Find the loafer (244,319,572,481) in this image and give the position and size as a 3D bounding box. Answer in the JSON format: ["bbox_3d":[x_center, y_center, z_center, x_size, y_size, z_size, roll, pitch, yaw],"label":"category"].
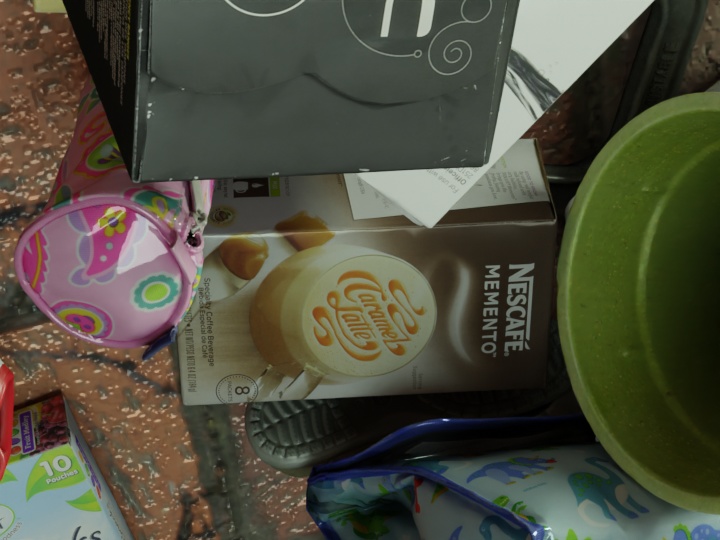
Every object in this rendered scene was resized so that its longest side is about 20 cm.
[{"bbox_3d":[0.029,0.073,1.084,0.198,0.076,0.070,-12,157,-7],"label":"loafer"}]

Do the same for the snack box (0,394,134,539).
[{"bbox_3d":[-0.203,0.182,1.095,0.141,0.053,0.201,-20,126,-2],"label":"snack box"}]

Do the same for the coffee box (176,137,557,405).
[{"bbox_3d":[0.000,0.000,0.994,0.198,0.080,0.115,-3,126,-3],"label":"coffee box"}]

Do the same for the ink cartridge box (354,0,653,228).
[{"bbox_3d":[0.056,-0.142,0.886,0.084,0.145,0.200,34,109,-30],"label":"ink cartridge box"}]

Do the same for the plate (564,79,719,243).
[{"bbox_3d":[0.226,-0.018,1.052,0.199,0.032,0.201,-37,126,-11],"label":"plate"}]

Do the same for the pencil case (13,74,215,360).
[{"bbox_3d":[-0.099,-0.050,0.873,0.087,0.201,0.088,2,125,4],"label":"pencil case"}]

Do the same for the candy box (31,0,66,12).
[{"bbox_3d":[-0.091,-0.218,0.849,0.114,0.055,0.201,-1,123,-16],"label":"candy box"}]

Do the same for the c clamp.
[{"bbox_3d":[0.097,-0.095,1.003,0.169,0.027,0.201,9,121,-20],"label":"c clamp"}]

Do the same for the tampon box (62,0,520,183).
[{"bbox_3d":[-0.038,-0.142,0.757,0.149,0.200,0.127,-4,125,-18],"label":"tampon box"}]

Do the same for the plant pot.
[{"bbox_3d":[0.235,0.014,0.948,0.189,0.200,0.201,-2,127,-39],"label":"plant pot"}]

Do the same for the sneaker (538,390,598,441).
[{"bbox_3d":[0.158,0.086,1.118,0.081,0.077,0.201,-1,125,-22],"label":"sneaker"}]

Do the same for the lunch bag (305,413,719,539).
[{"bbox_3d":[0.089,0.140,0.993,0.169,0.200,0.129,1,102,-34],"label":"lunch bag"}]

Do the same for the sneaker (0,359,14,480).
[{"bbox_3d":[-0.263,0.106,0.987,0.115,0.078,0.200,43,108,-4],"label":"sneaker"}]
